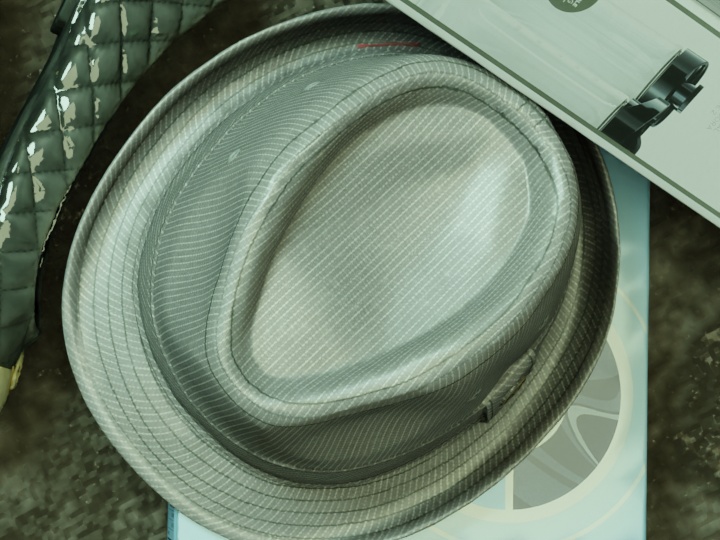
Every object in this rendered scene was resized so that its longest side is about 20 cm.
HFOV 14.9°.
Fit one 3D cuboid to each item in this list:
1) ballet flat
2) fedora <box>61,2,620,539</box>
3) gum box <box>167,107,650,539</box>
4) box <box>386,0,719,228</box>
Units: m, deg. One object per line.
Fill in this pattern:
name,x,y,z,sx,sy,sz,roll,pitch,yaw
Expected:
ballet flat,-0.099,-0.034,0.968,0.057,0.066,0.200,23,85,-9
fedora,0.000,0.000,0.921,0.200,0.090,0.177,-37,92,-7
gum box,0.017,0.045,0.990,0.170,0.045,0.200,2,88,-7
box,0.079,-0.097,0.940,0.200,0.117,0.060,32,112,-20
